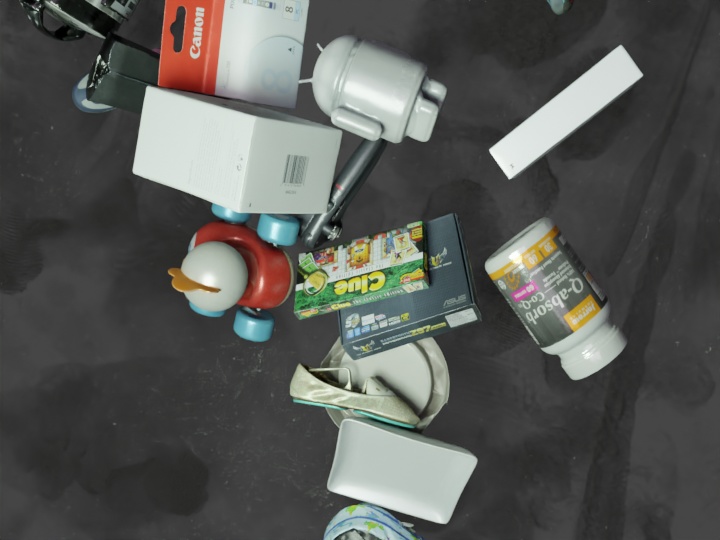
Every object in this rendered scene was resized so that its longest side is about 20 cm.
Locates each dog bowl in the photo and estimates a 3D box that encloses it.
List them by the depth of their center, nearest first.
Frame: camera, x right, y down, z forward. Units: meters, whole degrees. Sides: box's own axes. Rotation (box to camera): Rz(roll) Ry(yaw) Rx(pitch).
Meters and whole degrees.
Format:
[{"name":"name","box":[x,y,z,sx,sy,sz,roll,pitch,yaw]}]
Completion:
[{"name":"dog bowl","box":[0.039,0.159,1.200,0.195,0.059,0.205,2,98,13]}]

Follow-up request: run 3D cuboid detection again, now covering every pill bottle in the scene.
[{"name":"pill bottle","box":[0.268,0.039,1.100,0.116,0.116,0.202,-36,89,15]}]

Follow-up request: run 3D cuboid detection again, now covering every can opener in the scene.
[{"name":"can opener","box":[-0.027,-0.118,1.170,0.078,0.063,0.201,39,105,5]}]

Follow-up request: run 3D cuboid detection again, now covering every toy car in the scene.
[{"name":"toy car","box":[-0.207,-0.002,1.145,0.174,0.199,0.188,24,106,24]}]

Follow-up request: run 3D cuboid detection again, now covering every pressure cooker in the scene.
[{"name":"pressure cooker","box":[-0.401,-0.424,1.143,0.178,0.175,0.203,33,94,45]}]

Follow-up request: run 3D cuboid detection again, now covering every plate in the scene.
[{"name":"plate","box":[0.057,0.289,1.182,0.195,0.033,0.202,15,135,3]}]

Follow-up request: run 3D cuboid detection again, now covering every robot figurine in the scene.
[{"name":"robot figurine","box":[0.018,-0.250,1.107,0.196,0.172,0.114,21,143,3]}]

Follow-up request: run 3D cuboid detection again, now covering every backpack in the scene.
[{"name":"backpack","box":[0.028,0.450,1.215,0.198,0.155,0.164,33,111,-16]}]

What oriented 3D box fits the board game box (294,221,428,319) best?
[{"name":"board game box","box":[0.000,0.000,1.132,0.196,0.024,0.107,-15,53,19]}]

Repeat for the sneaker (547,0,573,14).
[{"name":"sneaker","box":[0.207,-0.413,1.075,0.095,0.079,0.202,-37,81,25]}]

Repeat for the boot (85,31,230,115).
[{"name":"boot","box":[-0.296,-0.222,1.147,0.065,0.198,0.168,23,97,40]}]

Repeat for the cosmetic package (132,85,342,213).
[{"name":"cosmetic package","box":[-0.164,-0.163,1.097,0.197,0.198,0.126,18,102,29]}]

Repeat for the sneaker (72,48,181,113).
[{"name":"sneaker","box":[-0.361,-0.290,1.210,0.196,0.082,0.072,-17,95,15]}]

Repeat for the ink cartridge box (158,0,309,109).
[{"name":"ink cartridge box","box":[-0.174,-0.322,1.123,0.196,0.047,0.164,2,103,-31]}]

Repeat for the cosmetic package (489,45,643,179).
[{"name":"cosmetic package","box":[0.263,-0.199,1.047,0.199,0.151,0.052,-38,90,15]}]

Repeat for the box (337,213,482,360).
[{"name":"box","box":[0.062,0.022,1.133,0.196,0.051,0.160,-17,52,15]}]

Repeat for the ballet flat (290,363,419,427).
[{"name":"ballet flat","box":[-0.007,0.175,1.152,0.195,0.067,0.064,11,85,10]}]
